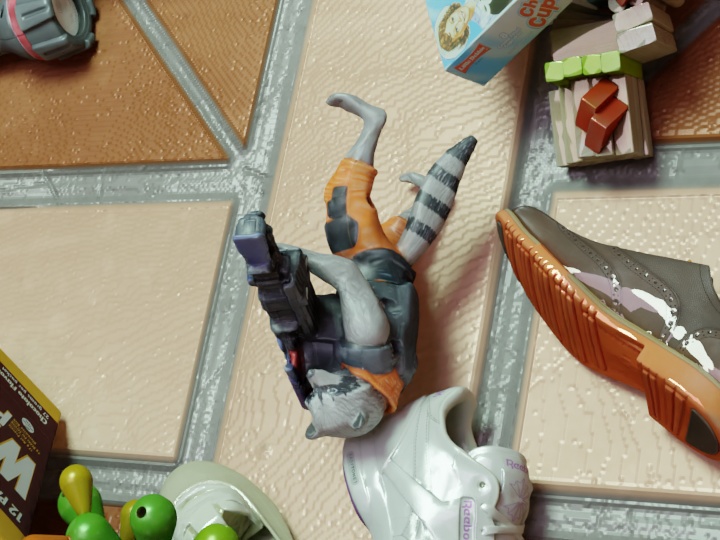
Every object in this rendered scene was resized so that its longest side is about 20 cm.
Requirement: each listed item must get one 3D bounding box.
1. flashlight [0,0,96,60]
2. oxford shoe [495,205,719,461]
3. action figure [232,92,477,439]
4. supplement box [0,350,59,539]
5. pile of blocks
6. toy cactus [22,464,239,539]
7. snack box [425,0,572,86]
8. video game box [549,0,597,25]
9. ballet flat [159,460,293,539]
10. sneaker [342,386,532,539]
[{"bbox_3d":[-0.298,-0.171,1.264,0.198,0.068,0.069,-16,66,24],"label":"flashlight"},{"bbox_3d":[0.153,0.020,0.913,0.073,0.072,0.200,-38,56,-13],"label":"oxford shoe"},{"bbox_3d":[0.000,0.000,0.937,0.103,0.200,0.196,4,69,15],"label":"action figure"},{"bbox_3d":[-0.310,0.142,1.023,0.197,0.133,0.200,-38,17,10],"label":"supplement box"},{"bbox_3d":[0.147,-0.155,0.952,0.081,0.062,0.202,19,97,25],"label":"pile of blocks"},{"bbox_3d":[-0.118,0.204,0.932,0.199,0.167,0.102,24,37,34],"label":"toy cactus"},{"bbox_3d":[0.077,-0.225,0.998,0.116,0.037,0.202,-42,46,36],"label":"snack box"},{"bbox_3d":[0.145,-0.253,1.043,0.198,0.047,0.184,-14,61,26],"label":"video game box"},{"bbox_3d":[-0.067,0.171,0.968,0.070,0.069,0.200,-48,54,3],"label":"ballet flat"},{"bbox_3d":[0.055,0.151,0.897,0.099,0.075,0.201,-32,56,17],"label":"sneaker"}]
